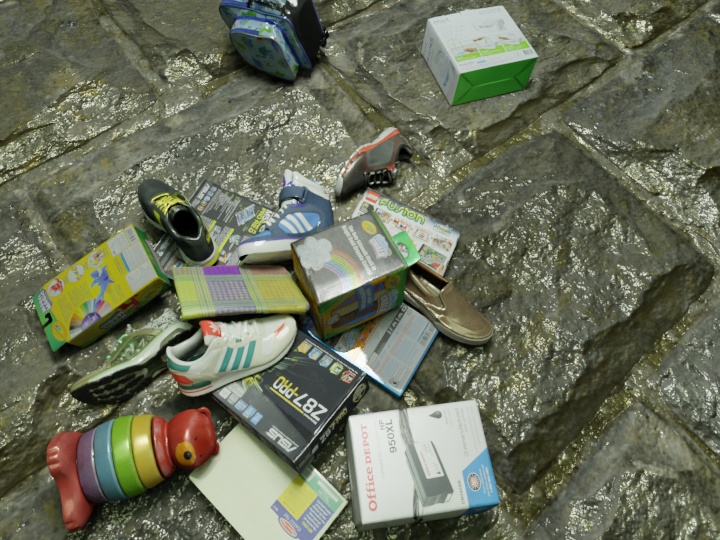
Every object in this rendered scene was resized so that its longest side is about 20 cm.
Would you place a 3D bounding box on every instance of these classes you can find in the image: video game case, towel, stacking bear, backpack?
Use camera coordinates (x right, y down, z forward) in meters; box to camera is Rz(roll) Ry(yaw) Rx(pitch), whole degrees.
[{"bbox_3d":[0.018,0.099,0.920,0.198,0.018,0.144,32,64,11],"label":"video game case"},{"bbox_3d":[-0.184,0.032,0.847,0.195,0.023,0.144,-1,28,-26],"label":"towel"},{"bbox_3d":[-0.297,0.250,0.749,0.195,0.114,0.125,-13,100,-12],"label":"stacking bear"},{"bbox_3d":[-0.194,-0.509,1.139,0.197,0.183,0.149,25,82,19],"label":"backpack"}]

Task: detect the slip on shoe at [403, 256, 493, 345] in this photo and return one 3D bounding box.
[{"bbox_3d":[0.142,0.049,0.928,0.199,0.061,0.076,38,46,17],"label":"slip on shoe"}]

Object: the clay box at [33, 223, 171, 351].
[{"bbox_3d":[-0.415,0.032,0.873,0.198,0.048,0.116,-35,68,-1],"label":"clay box"}]

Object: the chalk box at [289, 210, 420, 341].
[{"bbox_3d":[0.000,0.000,0.890,0.196,0.125,0.126,-21,60,-15],"label":"chalk box"}]

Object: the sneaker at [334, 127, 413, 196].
[{"bbox_3d":[0.032,-0.200,1.055,0.082,0.077,0.200,41,66,9],"label":"sneaker"}]

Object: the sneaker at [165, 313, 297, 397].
[{"bbox_3d":[-0.187,0.106,0.794,0.196,0.095,0.071,-25,46,-11],"label":"sneaker"}]

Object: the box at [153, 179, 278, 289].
[{"bbox_3d":[-0.254,-0.046,0.956,0.157,0.045,0.203,23,62,6],"label":"box"}]

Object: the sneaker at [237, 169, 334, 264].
[{"bbox_3d":[-0.135,-0.098,0.943,0.197,0.080,0.150,-11,80,-36],"label":"sneaker"}]

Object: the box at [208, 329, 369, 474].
[{"bbox_3d":[-0.109,0.175,0.813,0.198,0.050,0.161,28,60,30],"label":"box"}]

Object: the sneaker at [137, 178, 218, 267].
[{"bbox_3d":[-0.303,-0.095,0.903,0.074,0.085,0.200,-39,71,-23],"label":"sneaker"}]

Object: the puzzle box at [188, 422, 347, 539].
[{"bbox_3d":[-0.131,0.316,0.781,0.199,0.026,0.133,40,63,15],"label":"puzzle box"}]

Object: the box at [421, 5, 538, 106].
[{"bbox_3d":[0.261,-0.485,1.220,0.196,0.097,0.179,-17,64,-14],"label":"box"}]

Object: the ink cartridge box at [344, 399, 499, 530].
[{"bbox_3d":[0.082,0.280,0.789,0.195,0.085,0.148,-5,61,-8],"label":"ink cartridge box"}]

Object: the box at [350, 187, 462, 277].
[{"bbox_3d":[0.077,-0.065,1.006,0.196,0.035,0.111,25,62,8],"label":"box"}]

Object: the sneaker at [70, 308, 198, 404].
[{"bbox_3d":[-0.352,0.128,0.845,0.198,0.078,0.088,-31,55,-26],"label":"sneaker"}]
